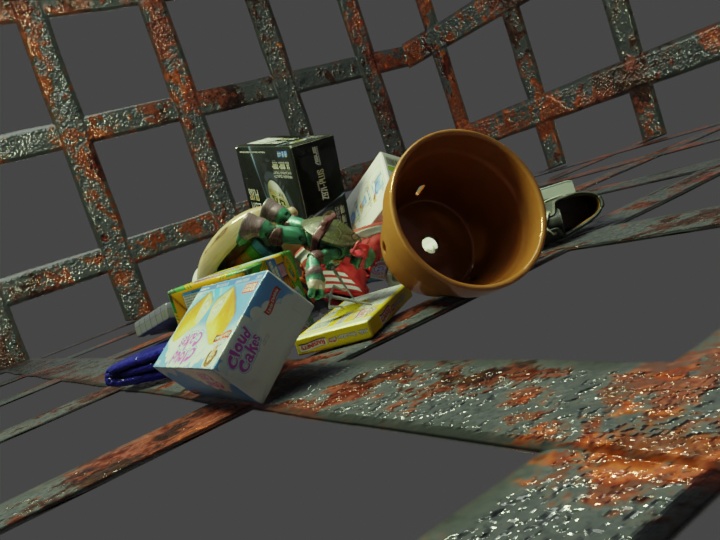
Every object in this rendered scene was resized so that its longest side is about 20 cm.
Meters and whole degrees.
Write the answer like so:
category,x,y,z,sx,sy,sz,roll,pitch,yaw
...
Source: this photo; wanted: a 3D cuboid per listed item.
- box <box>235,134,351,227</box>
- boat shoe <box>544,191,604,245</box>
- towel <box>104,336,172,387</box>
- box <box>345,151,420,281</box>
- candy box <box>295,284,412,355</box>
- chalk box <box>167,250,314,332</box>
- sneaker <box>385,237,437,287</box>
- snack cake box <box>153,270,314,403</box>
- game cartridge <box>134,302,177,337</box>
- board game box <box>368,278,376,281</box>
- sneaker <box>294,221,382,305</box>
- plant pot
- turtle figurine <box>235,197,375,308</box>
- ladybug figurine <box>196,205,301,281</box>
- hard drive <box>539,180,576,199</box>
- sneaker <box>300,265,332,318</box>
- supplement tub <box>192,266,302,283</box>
category,x,y,z,sx,sy,sz,roll,pitch,yaw
box,-0.117,-0.142,1.266,0.086,0.165,0.199,-22,20,-31
boat shoe,0.263,-0.070,1.075,0.198,0.073,0.068,-19,1,-20
towel,-0.283,0.129,1.152,0.147,0.050,0.200,-20,3,23
box,0.039,-0.086,1.257,0.112,0.102,0.200,11,-42,-29
candy box,-0.003,0.059,0.960,0.101,0.027,0.200,-14,7,20
chalk box,-0.150,0.051,1.028,0.124,0.125,0.200,-17,6,17
sneaker,0.126,-0.020,1.139,0.199,0.075,0.100,-24,13,26
snack cake box,-0.143,0.075,0.807,0.199,0.067,0.116,-11,45,58
game cartridge,-0.252,0.066,1.212,0.199,0.039,0.129,-7,-17,-42
board game box,0.123,-0.038,1.373,0.199,0.047,0.150,-13,8,45
sneaker,0.000,0.000,1.130,0.199,0.116,0.078,-16,-16,-36
plant pot,0.110,-0.053,0.917,0.199,0.202,0.140,-21,-10,-21
turtle figurine,-0.054,-0.027,0.972,0.199,0.101,0.150,25,11,9
ladybug figurine,-0.165,-0.024,1.129,0.200,0.136,0.072,-43,27,11
hard drive,0.299,-0.103,1.243,0.131,0.027,0.200,-17,-9,17
sneaker,-0.097,0.023,1.189,0.198,0.113,0.078,-21,5,-16
supplement tub,-0.198,0.022,1.377,0.198,0.147,0.145,-17,6,25
